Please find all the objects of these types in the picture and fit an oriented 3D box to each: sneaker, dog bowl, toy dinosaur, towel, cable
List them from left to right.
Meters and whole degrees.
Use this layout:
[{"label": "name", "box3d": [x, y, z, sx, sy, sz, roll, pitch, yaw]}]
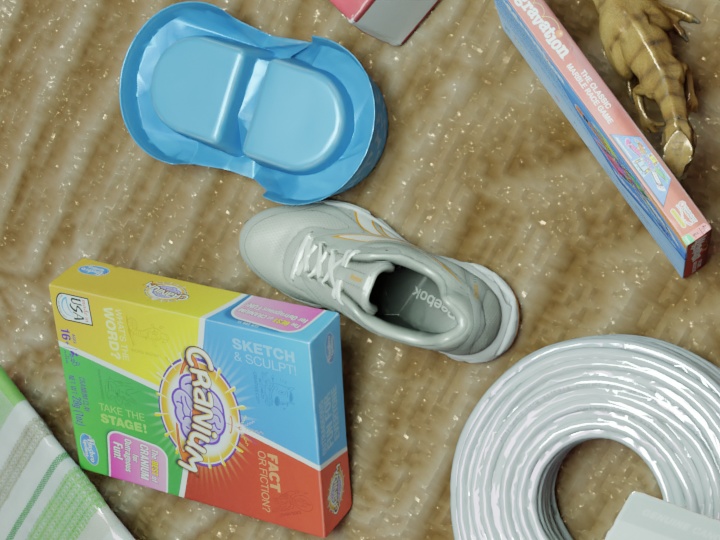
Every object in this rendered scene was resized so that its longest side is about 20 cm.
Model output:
[{"label": "towel", "box3d": [-0.236, 0.185, 0.985, 0.200, 0.031, 0.149, 48, 120, 21]}, {"label": "dog bowl", "box3d": [-0.070, -0.112, 0.921, 0.200, 0.050, 0.112, 20, 96, 25]}, {"label": "sneaker", "box3d": [0.000, 0.000, 0.861, 0.200, 0.092, 0.076, 18, 94, 24]}, {"label": "cable", "box3d": [0.150, 0.138, 0.799, 0.200, 0.069, 0.201, 15, 94, 24]}, {"label": "toy dinosaur", "box3d": [0.155, -0.146, 0.787, 0.060, 0.106, 0.200, -36, 74, 20]}]

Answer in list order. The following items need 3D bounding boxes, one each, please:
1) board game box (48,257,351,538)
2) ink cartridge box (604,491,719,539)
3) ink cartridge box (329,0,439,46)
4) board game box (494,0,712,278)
[{"label": "board game box", "box3d": [-0.106, 0.083, 0.899, 0.200, 0.040, 0.153, 10, 121, 25]}, {"label": "ink cartridge box", "box3d": [0.168, 0.208, 0.733, 0.160, 0.047, 0.200, 20, 115, -9]}, {"label": "ink cartridge box", "box3d": [-0.009, -0.270, 0.879, 0.200, 0.083, 0.147, 47, 106, 19]}, {"label": "board game box", "box3d": [0.139, -0.089, 0.794, 0.019, 0.103, 0.200, -34, 75, 6]}]
